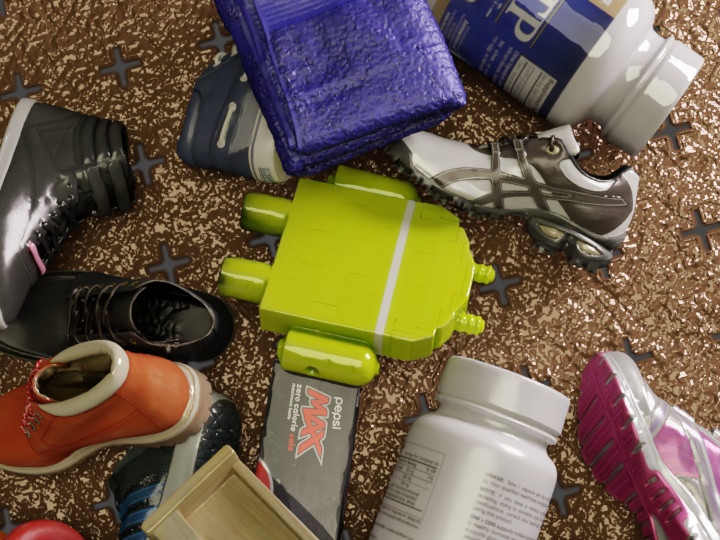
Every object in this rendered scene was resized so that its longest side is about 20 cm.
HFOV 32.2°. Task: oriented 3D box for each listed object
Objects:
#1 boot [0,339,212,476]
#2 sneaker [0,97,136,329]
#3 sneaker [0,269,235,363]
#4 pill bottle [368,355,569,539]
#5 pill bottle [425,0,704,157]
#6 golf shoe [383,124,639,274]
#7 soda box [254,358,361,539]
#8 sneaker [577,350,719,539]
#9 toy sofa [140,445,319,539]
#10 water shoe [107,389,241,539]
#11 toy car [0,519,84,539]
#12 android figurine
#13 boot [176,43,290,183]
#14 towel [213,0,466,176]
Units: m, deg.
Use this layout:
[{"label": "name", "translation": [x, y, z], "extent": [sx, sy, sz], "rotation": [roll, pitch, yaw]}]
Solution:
[{"label": "boot", "translation": [-0.217, 0.093, 0.893], "extent": [0.199, 0.107, 0.075], "rotation": [-17, 64, 26]}, {"label": "sneaker", "translation": [-0.222, -0.045, 0.931], "extent": [0.098, 0.071, 0.201], "rotation": [4, 56, 0]}, {"label": "sneaker", "translation": [-0.196, 0.029, 0.924], "extent": [0.199, 0.106, 0.075], "rotation": [0, 81, 0]}, {"label": "pill bottle", "translation": [0.074, 0.171, 0.898], "extent": [0.113, 0.113, 0.201], "rotation": [21, 82, 3]}, {"label": "pill bottle", "translation": [0.153, -0.180, 0.948], "extent": [0.200, 0.120, 0.120], "rotation": [36, 83, 5]}, {"label": "golf shoe", "translation": [0.116, -0.079, 0.946], "extent": [0.199, 0.078, 0.095], "rotation": [24, 105, -5]}, {"label": "soda box", "translation": [-0.045, 0.170, 0.925], "extent": [0.070, 0.063, 0.201], "rotation": [8, 81, 1]}, {"label": "sneaker", "translation": [0.234, 0.146, 0.924], "extent": [0.088, 0.081, 0.201], "rotation": [-19, 72, -26]}, {"label": "toy sofa", "translation": [-0.048, 0.220, 0.836], "extent": [0.083, 0.098, 0.200], "rotation": [-43, 63, -16]}, {"label": "water shoe", "translation": [-0.151, 0.181, 0.932], "extent": [0.079, 0.071, 0.201], "rotation": [17, 84, 33]}, {"label": "toy car", "translation": [-0.236, 0.242, 0.856], "extent": [0.149, 0.200, 0.176], "rotation": [-29, 113, -24]}, {"label": "android figurine", "translation": [0.000, 0.000, 0.931], "extent": [0.199, 0.041, 0.183], "rotation": [11, 57, 3]}, {"label": "boot", "translation": [-0.076, -0.167, 0.976], "extent": [0.090, 0.073, 0.201], "rotation": [11, 70, 21]}, {"label": "towel", "translation": [-0.023, -0.182, 0.908], "extent": [0.147, 0.050, 0.201], "rotation": [-22, 77, 1]}]
